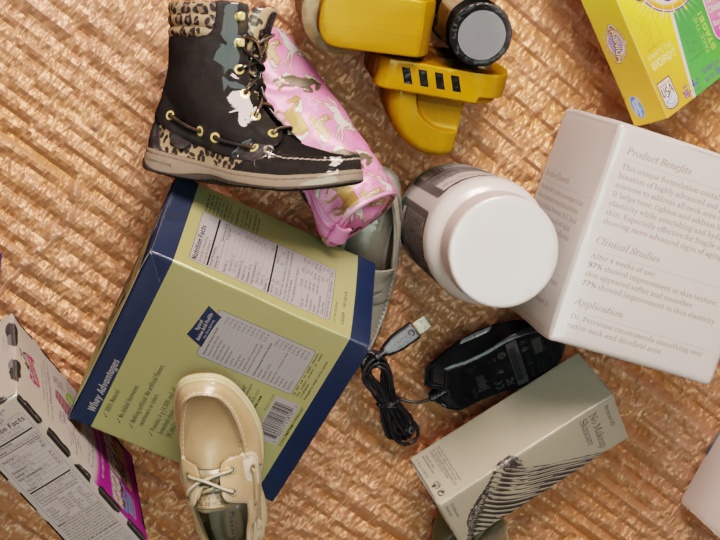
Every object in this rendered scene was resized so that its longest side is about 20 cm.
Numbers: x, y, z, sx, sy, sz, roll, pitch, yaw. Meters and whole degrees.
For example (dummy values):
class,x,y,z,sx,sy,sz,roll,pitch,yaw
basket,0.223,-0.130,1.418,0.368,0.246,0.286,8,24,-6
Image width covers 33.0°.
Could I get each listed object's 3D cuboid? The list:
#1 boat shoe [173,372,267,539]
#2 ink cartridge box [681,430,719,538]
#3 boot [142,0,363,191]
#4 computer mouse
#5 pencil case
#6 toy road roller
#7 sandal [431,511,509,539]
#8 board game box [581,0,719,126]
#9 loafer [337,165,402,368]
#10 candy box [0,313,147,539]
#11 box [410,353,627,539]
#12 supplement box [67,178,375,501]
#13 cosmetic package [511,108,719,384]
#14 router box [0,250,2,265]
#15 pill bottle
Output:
class,x,y,z,sx,sy,sz,roll,pitch,yaw
boat shoe,-0.118,0.178,1.034,0.072,0.065,0.201,-2,122,5
ink cartridge box,0.459,0.242,1.233,0.199,0.125,0.129,26,95,-11
boot,-0.088,-0.145,1.017,0.199,0.073,0.151,8,97,24
computer mouse,0.092,0.078,1.177,0.199,0.046,0.141,-28,130,3
pencil case,-0.049,-0.119,1.085,0.086,0.083,0.200,-36,81,-2
toy road roller,0.035,-0.189,1.100,0.199,0.123,0.147,8,110,-10
sandal,0.124,0.319,1.231,0.080,0.054,0.201,-18,84,0
board game box,0.271,-0.257,1.123,0.153,0.040,0.201,-36,106,-32
loafer,0.000,0.000,1.151,0.070,0.070,0.201,6,99,-9
candy box,-0.273,0.154,1.079,0.061,0.136,0.200,-31,121,0
box,0.156,0.174,1.191,0.200,0.068,0.082,-32,134,-2
supplement box,-0.120,0.061,1.079,0.199,0.134,0.200,25,120,-12
cosmetic package,0.256,-0.026,1.135,0.167,0.166,0.201,17,98,-11
router box,-0.428,0.073,1.113,0.179,0.049,0.201,5,99,-9
pill bottle,0.103,-0.032,1.094,0.113,0.200,0.114,-1,101,-8
